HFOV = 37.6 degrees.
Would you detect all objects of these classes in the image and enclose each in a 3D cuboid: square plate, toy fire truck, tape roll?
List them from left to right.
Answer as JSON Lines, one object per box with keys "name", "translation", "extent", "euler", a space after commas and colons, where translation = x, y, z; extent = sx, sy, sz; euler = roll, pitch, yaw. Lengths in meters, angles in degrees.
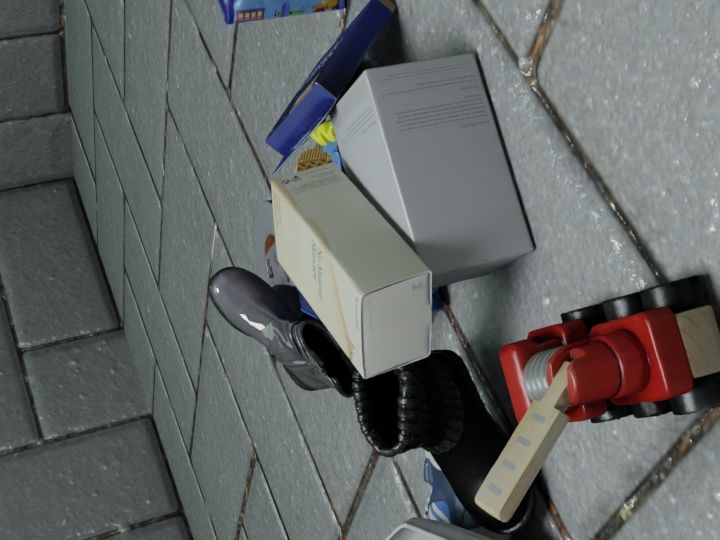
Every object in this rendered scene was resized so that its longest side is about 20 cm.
{"name": "tape roll", "translation": [-0.092, -0.008, 1.537], "extent": [0.200, 0.066, 0.201], "euler": [167, 90, -68]}
{"name": "square plate", "translation": [0.109, 0.307, 1.096], "extent": [0.200, 0.197, 0.029], "euler": [121, 168, -61]}
{"name": "toy fire truck", "translation": [0.154, 0.096, 0.796], "extent": [0.176, 0.199, 0.129], "euler": [152, 104, -68]}

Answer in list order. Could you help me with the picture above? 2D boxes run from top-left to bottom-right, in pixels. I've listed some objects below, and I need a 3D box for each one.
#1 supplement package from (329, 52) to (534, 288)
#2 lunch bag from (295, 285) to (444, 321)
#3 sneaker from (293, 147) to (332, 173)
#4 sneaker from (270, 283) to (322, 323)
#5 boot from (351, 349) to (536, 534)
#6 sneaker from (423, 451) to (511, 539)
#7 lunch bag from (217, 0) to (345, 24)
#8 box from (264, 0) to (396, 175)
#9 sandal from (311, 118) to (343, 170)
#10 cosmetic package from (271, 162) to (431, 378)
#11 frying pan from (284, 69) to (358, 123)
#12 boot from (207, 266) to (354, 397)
{"name": "supplement package", "translation": [0.064, -0.088, 1.025], "extent": [0.120, 0.121, 0.201], "euler": [146, 110, -67]}
{"name": "lunch bag", "translation": [0.000, 0.000, 1.214], "extent": [0.200, 0.135, 0.133], "euler": [-160, 60, -67]}
{"name": "sneaker", "translation": [-0.040, -0.061, 1.389], "extent": [0.090, 0.075, 0.201], "euler": [-177, 76, -83]}
{"name": "sneaker", "translation": [-0.028, 0.069, 1.321], "extent": [0.202, 0.077, 0.146], "euler": [37, 157, -3]}
{"name": "boot", "translation": [0.079, 0.167, 1.024], "extent": [0.079, 0.158, 0.212], "euler": [-38, 72, 19]}
{"name": "sneaker", "translation": [0.105, 0.244, 1.185], "extent": [0.200, 0.080, 0.147], "euler": [121, 140, -65]}
{"name": "lunch bag", "translation": [-0.116, -0.399, 1.260], "extent": [0.094, 0.150, 0.200], "euler": [106, 144, -51]}
{"name": "box", "translation": [-0.038, -0.199, 1.126], "extent": [0.032, 0.200, 0.121], "euler": [36, 142, -12]}
{"name": "sandal", "translation": [0.009, -0.146, 1.209], "extent": [0.087, 0.079, 0.200], "euler": [67, 165, -6]}
{"name": "cosmetic package", "translation": [-0.012, -0.005, 0.995], "extent": [0.200, 0.073, 0.104], "euler": [-129, 28, -46]}
{"name": "frying pan", "translation": [-0.037, -0.199, 1.234], "extent": [0.031, 0.115, 0.190], "euler": [47, -174, -25]}
{"name": "boot", "translation": [-0.082, 0.065, 1.230], "extent": [0.200, 0.070, 0.132], "euler": [42, 163, -13]}
